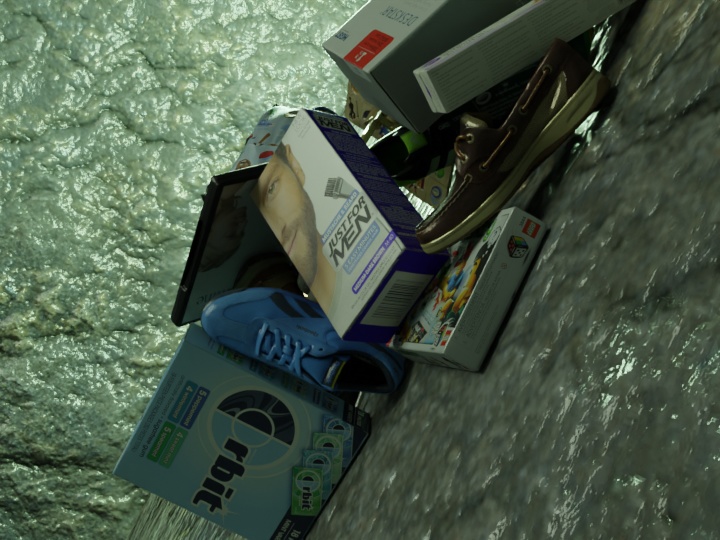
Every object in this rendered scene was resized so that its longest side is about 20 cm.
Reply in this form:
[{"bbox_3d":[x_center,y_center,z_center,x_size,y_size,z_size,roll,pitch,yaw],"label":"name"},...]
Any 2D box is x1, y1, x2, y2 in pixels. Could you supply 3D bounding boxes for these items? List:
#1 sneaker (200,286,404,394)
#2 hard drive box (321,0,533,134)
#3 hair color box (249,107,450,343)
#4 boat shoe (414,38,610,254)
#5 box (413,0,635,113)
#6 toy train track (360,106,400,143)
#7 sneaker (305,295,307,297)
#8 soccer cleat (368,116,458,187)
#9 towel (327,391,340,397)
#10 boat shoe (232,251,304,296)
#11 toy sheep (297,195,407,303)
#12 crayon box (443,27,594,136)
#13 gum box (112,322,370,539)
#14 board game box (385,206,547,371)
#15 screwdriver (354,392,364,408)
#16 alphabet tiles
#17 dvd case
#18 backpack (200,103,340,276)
[{"bbox_3d":[-0.054,0.069,1.023,0.079,0.199,0.066,-85,11,-67],"label":"sneaker"},{"bbox_3d":[0.079,-0.231,0.989,0.200,0.077,0.156,-43,27,0],"label":"hard drive box"},{"bbox_3d":[-0.015,-0.043,0.994,0.110,0.065,0.200,-56,48,26],"label":"hair color box"},{"bbox_3d":[0.107,-0.100,0.879,0.200,0.072,0.072,-45,6,18],"label":"boat shoe"},{"bbox_3d":[0.138,-0.193,0.886,0.199,0.042,0.039,-32,16,-7],"label":"box"},{"bbox_3d":[0.042,-0.169,1.140,0.115,0.032,0.200,-60,9,-6],"label":"toy train track"},{"bbox_3d":[-0.068,0.057,1.318,0.200,0.073,0.078,-71,-12,-71],"label":"sneaker"},{"bbox_3d":[0.082,-0.135,1.086,0.199,0.068,0.081,-29,-8,27],"label":"soccer cleat"},{"bbox_3d":[-0.033,0.092,1.215,0.112,0.048,0.201,118,170,-70],"label":"towel"},{"bbox_3d":[-0.111,0.073,1.177,0.075,0.074,0.201,-18,-37,-36],"label":"boat shoe"},{"bbox_3d":[0.000,0.000,1.104,0.138,0.137,0.201,-48,53,57],"label":"toy sheep"},{"bbox_3d":[0.150,-0.217,1.014,0.125,0.052,0.201,-21,33,34],"label":"crayon box"},{"bbox_3d":[-0.117,0.171,1.079,0.170,0.199,0.045,-59,9,19],"label":"gum box"},{"bbox_3d":[0.083,0.018,0.920,0.127,0.034,0.200,-63,9,-8],"label":"board game box"},{"bbox_3d":[0.018,0.079,1.144,0.029,0.028,0.201,71,-143,-61],"label":"screwdriver"},{"bbox_3d":[0.045,-0.180,1.227,0.200,0.008,0.168,40,133,42],"label":"alphabet tiles"},{"bbox_3d":[-0.114,-0.031,1.127,0.142,0.018,0.201,-19,-34,-39],"label":"dvd case"},{"bbox_3d":[-0.068,-0.096,1.281,0.200,0.153,0.191,56,-138,-53],"label":"backpack"}]
